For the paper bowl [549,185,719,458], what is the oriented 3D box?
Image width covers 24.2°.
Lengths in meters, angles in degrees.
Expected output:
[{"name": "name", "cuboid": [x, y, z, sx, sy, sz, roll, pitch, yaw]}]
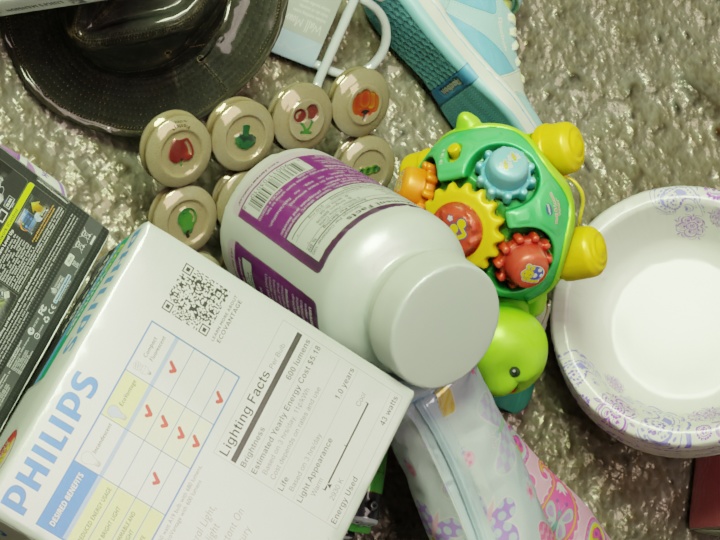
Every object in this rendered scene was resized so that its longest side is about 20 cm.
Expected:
[{"name": "paper bowl", "cuboid": [0.248, 0.044, 1.287, 0.199, 0.104, 0.202, -3, 76, 11]}]

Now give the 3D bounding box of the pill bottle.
[{"name": "pill bottle", "cuboid": [0.000, 0.000, 1.097, 0.112, 0.200, 0.113, -15, 119, -29]}]

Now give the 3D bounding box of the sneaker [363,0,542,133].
[{"name": "sneaker", "cuboid": [0.107, -0.179, 1.290, 0.131, 0.079, 0.200, -46, 106, -26]}]

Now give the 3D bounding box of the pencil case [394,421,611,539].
[{"name": "pencil case", "cuboid": [0.109, 0.171, 1.232, 0.200, 0.087, 0.088, 48, 63, -13]}]

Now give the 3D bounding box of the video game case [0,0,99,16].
[{"name": "video game case", "cuboid": [-0.187, -0.262, 1.085, 0.023, 0.181, 0.201, 29, 67, -48]}]

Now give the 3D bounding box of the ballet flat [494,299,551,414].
[{"name": "ballet flat", "cuboid": [0.109, 0.008, 1.264, 0.067, 0.070, 0.201, -5, 85, -30]}]

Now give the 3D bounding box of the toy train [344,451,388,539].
[{"name": "toy train", "cuboid": [0.007, 0.092, 1.202, 0.042, 0.056, 0.201, 14, 75, -27]}]

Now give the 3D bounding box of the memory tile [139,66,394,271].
[{"name": "memory tile", "cuboid": [-0.058, -0.054, 1.174, 0.199, 0.017, 0.154, -18, 118, -30]}]

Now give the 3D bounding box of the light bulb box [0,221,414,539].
[{"name": "light bulb box", "cuboid": [-0.108, 0.112, 1.021, 0.199, 0.125, 0.199, 33, 69, -14]}]

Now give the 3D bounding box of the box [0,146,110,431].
[{"name": "box", "cuboid": [-0.258, 0.017, 0.985, 0.160, 0.044, 0.201, 39, 69, -36]}]

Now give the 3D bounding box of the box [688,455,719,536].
[{"name": "box", "cuboid": [0.356, 0.123, 1.362, 0.127, 0.109, 0.201, 16, 74, -26]}]

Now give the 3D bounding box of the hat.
[{"name": "hat", "cuboid": [-0.145, -0.181, 1.099, 0.199, 0.081, 0.202, 0, 99, -2]}]

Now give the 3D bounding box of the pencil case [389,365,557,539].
[{"name": "pencil case", "cuboid": [0.072, 0.147, 1.133, 0.201, 0.083, 0.091, 67, 25, -15]}]

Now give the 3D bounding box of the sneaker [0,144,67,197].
[{"name": "sneaker", "cuboid": [-0.243, 0.017, 1.067, 0.114, 0.073, 0.202, 27, 70, -26]}]

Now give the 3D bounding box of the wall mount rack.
[{"name": "wall mount rack", "cuboid": [-0.067, -0.159, 1.196, 0.199, 0.075, 0.175, 19, 100, -24]}]

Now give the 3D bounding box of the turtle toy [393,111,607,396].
[{"name": "turtle toy", "cuboid": [0.092, -0.013, 1.184, 0.101, 0.145, 0.201, -20, 98, -58]}]
